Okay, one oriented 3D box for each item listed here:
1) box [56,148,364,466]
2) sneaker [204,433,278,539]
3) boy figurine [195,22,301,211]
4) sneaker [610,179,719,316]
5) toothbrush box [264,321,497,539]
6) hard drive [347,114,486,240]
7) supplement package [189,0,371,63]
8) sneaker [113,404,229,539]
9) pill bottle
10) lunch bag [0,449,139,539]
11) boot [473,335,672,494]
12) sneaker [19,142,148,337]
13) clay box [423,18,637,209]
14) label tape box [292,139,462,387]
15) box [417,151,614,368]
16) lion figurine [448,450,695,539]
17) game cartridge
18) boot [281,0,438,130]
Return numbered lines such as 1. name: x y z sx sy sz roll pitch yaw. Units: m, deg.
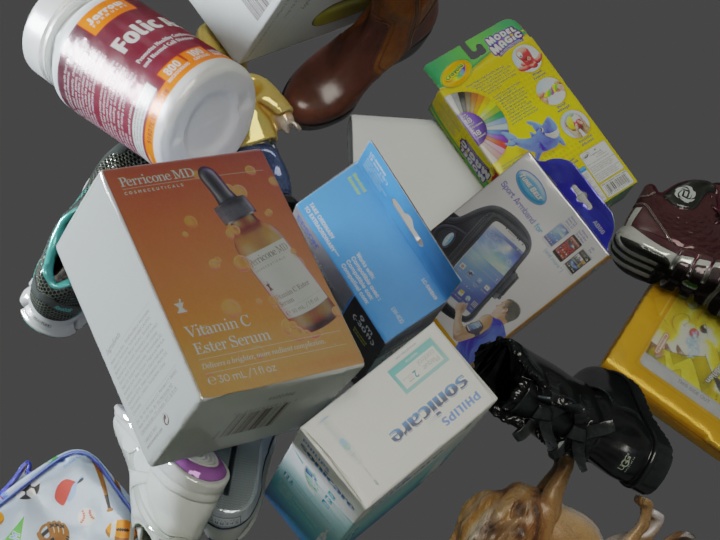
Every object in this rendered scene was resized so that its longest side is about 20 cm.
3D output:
1. box: -0.117 0.025 1.314 0.152 0.106 0.201 -12 65 -37
2. sneaker: -0.105 0.141 1.464 0.073 0.071 0.201 16 49 0
3. boy figurine: -0.120 -0.129 1.568 0.124 0.064 0.201 -24 70 7
4. sneaker: 0.338 -0.023 1.591 0.199 0.076 0.116 27 63 -1
5. toothbrush box: 0.012 0.146 1.414 0.146 0.200 0.085 -37 81 -22
6. hard drive: 0.088 -0.076 1.614 0.198 0.026 0.133 3 68 -11
7. supplement package: -0.054 -0.313 1.576 0.199 0.152 0.151 -27 76 -42
8. sneaker: -0.166 0.166 1.378 0.074 0.200 0.100 16 99 -21
9. pill bottle: -0.197 -0.172 1.511 0.199 0.115 0.114 34 63 29
10. lunch bag: -0.255 0.245 1.386 0.200 0.076 0.160 -37 78 -22
11. boot: 0.166 0.107 1.459 0.162 0.198 0.074 28 102 -18
12. sneaker: -0.224 -0.038 1.494 0.077 0.091 0.201 25 65 -2
13. clay box: 0.152 -0.128 1.608 0.114 0.048 0.201 -30 78 -20
14. label tape box: 0.000 0.000 1.468 0.063 0.200 0.145 -28 77 -21
15. box: 0.128 -0.012 1.539 0.200 0.041 0.119 -40 81 9
16. lion figurine: 0.183 0.232 1.489 0.199 0.072 0.123 29 82 -6
17. game cartridge: 0.344 0.082 1.605 0.199 0.032 0.177 34 66 4
18. boot: 0.014 -0.224 1.560 0.188 0.200 0.069 -31 78 -22
